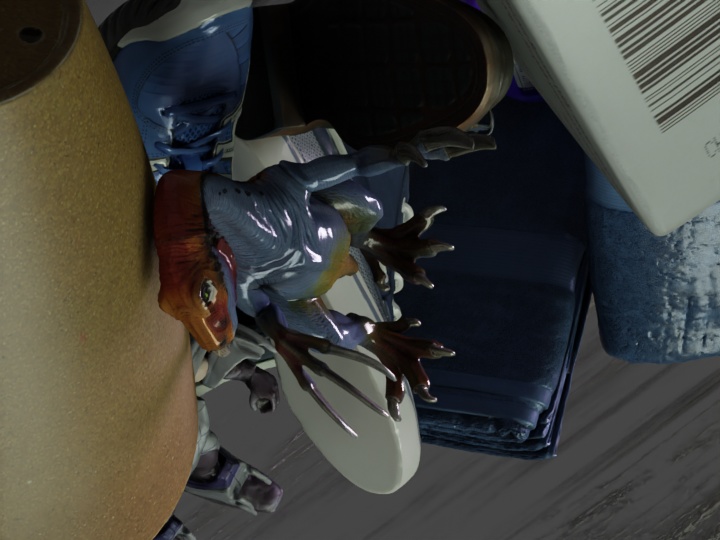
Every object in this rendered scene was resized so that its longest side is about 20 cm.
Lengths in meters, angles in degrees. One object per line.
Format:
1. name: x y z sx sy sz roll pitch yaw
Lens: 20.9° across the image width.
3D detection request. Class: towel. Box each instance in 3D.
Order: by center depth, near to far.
1. towel: 0.155 -0.044 0.876 0.111 0.049 0.201 -11 129 -1
2. towel: 0.066 -0.009 0.976 0.049 0.111 0.201 48 54 -61

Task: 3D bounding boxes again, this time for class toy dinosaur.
1. toy dinosaur: -0.035 0.002 0.713 0.199 0.106 0.181 3 168 42

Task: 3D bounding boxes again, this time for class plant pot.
1. plant pot: -0.139 -0.013 0.649 0.186 0.186 0.201 -25 147 -29

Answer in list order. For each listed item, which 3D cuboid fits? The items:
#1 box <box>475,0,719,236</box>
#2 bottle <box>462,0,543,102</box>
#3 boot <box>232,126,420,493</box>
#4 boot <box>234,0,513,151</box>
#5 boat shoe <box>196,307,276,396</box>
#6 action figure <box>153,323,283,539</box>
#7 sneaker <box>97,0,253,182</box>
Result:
1. box: 0.124 -0.154 0.689 0.200 0.131 0.199 -36 141 4
2. bottle: 0.076 -0.138 0.874 0.083 0.065 0.200 -40 164 1
3. boot: 0.000 0.000 0.905 0.073 0.201 0.090 4 -146 43
4. boot: 0.025 -0.086 0.774 0.096 0.075 0.200 -9 -170 -29
5. boat shoe: -0.055 0.006 0.955 0.199 0.075 0.062 -22 156 -34
6. action figure: -0.082 0.086 0.864 0.130 0.069 0.200 -53 169 -14
7. sneaker: -0.076 -0.050 0.803 0.075 0.077 0.200 -24 160 -28
